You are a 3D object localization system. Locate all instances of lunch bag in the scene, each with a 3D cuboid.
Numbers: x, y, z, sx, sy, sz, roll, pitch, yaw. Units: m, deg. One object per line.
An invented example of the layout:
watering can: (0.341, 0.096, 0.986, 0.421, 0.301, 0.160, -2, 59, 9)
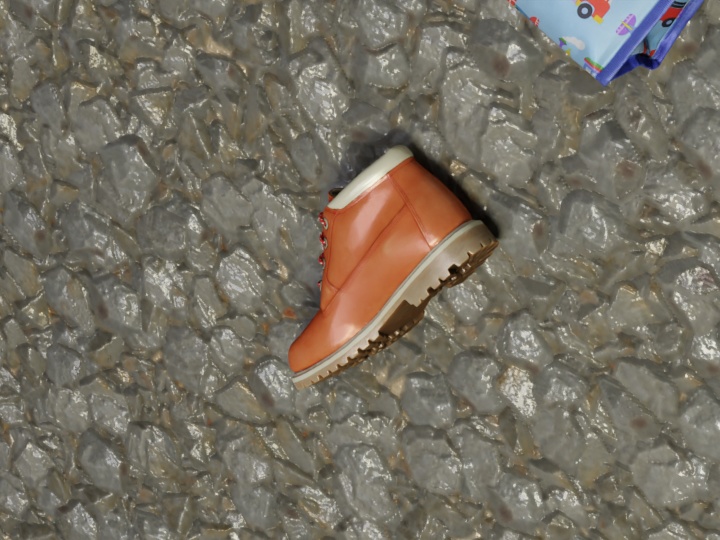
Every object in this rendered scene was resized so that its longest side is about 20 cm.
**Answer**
lunch bag: (0.161, -0.236, 1.273, 0.151, 0.094, 0.200, 43, 119, 13)

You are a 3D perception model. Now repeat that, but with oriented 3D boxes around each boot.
boot: (0.000, 0.000, 1.515, 0.107, 0.075, 0.200, 51, 124, 9)
